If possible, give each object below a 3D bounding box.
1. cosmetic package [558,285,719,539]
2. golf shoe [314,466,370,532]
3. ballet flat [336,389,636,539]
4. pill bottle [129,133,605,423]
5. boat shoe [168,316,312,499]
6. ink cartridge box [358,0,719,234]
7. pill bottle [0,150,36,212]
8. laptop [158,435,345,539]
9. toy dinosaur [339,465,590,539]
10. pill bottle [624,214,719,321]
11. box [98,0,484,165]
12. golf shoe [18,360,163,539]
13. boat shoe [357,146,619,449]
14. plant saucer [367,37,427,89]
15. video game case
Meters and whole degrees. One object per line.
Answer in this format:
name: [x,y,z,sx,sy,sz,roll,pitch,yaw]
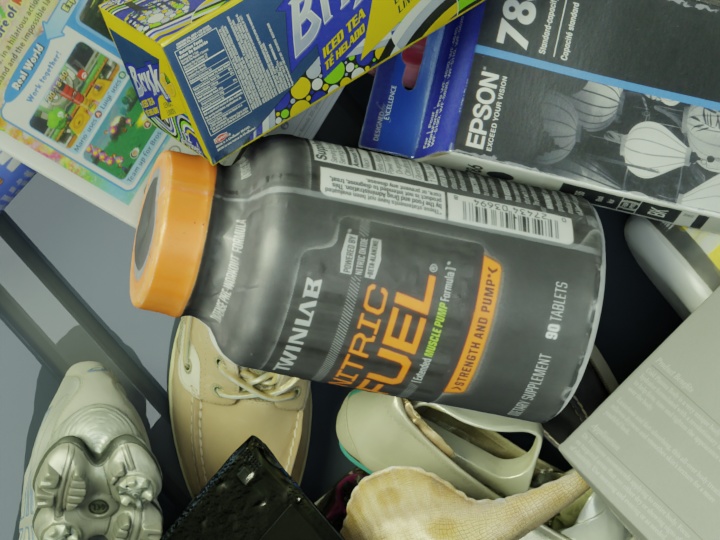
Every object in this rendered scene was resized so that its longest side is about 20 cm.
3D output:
cosmetic package: [0.199,0.055,1.145,0.200,0.107,0.090,-42,134,-1]
golf shoe: [-0.011,0.149,1.284,0.199,0.092,0.073,-20,69,-19]
ballet flat: [0.082,0.106,1.238,0.199,0.069,0.070,30,95,-12]
pill bottle: [0.000,0.000,1.152,0.199,0.106,0.107,11,98,-12]
boat shoe: [-0.055,0.036,1.255,0.072,0.065,0.201,3,99,-7]
ink cartridge box: [0.105,-0.083,1.188,0.199,0.039,0.100,12,80,1]
pill bottle: [-0.205,-0.066,1.197,0.112,0.112,0.200,42,92,-11]
laptop: [-0.027,0.213,1.182,0.177,0.200,0.103,-49,146,8]
toy dinosaur: [0.038,0.133,1.189,0.199,0.058,0.102,-13,106,8]
pill bottle: [0.234,-0.041,1.252,0.200,0.112,0.112,-39,102,1]
box: [-0.008,-0.130,1.135,0.199,0.070,0.065,-32,122,-17]
golf shoe: [-0.135,0.135,1.261,0.078,0.097,0.201,7,126,-15]
boat shoe: [0.051,0.027,1.254,0.200,0.073,0.063,50,61,-8]
plant saucer: [0.045,-0.187,1.236,0.199,0.051,0.202,-1,100,-6]
video game case: [-0.078,-0.121,1.156,0.182,0.024,0.201,31,91,-34]
